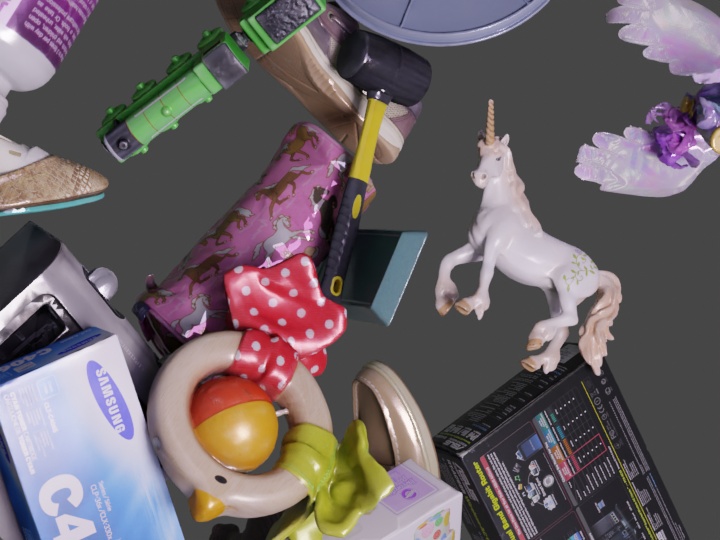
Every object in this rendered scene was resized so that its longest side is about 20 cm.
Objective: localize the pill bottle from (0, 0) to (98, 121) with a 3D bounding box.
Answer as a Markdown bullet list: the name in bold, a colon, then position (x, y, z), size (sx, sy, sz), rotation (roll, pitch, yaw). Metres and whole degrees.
- **pill bottle**: position (-0.234, -0.192, 1.473), size (0.112, 0.112, 0.201), rotation (34, 80, -27)

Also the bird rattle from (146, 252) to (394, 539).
- **bird rattle**: position (-0.065, 0.090, 1.468), size (0.162, 0.113, 0.201), rotation (-10, 77, -36)

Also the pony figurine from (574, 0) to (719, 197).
- **pony figurine**: position (0.283, -0.122, 1.727), size (0.192, 0.200, 0.168), rotation (14, 97, -12)

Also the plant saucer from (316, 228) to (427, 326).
- **plant saucer**: position (0.000, 0.000, 1.573), size (0.019, 0.200, 0.070), rotation (24, 85, -14)

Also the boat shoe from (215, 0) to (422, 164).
- **boat shoe**: position (-0.030, -0.165, 1.610), size (0.200, 0.072, 0.065), rotation (47, 62, -20)

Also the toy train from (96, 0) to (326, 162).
- **toy train**: position (-0.104, -0.141, 1.537), size (0.200, 0.056, 0.042), rotation (-37, 108, 12)

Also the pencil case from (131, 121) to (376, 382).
- **pencil case**: position (-0.076, -0.015, 1.593), size (0.087, 0.083, 0.200), rotation (45, 76, -8)

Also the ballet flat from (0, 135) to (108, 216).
- **ballet flat**: position (-0.268, -0.059, 1.498), size (0.199, 0.070, 0.066), rotation (-16, 100, -27)

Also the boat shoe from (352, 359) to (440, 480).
- **boat shoe**: position (0.019, 0.168, 1.675), size (0.065, 0.072, 0.201), rotation (-20, 110, -25)

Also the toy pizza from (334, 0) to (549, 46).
- **toy pizza**: position (0.061, -0.248, 1.610), size (0.199, 0.032, 0.201), rotation (-1, 67, 3)

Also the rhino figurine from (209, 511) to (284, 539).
- **rhino figurine**: position (-0.076, 0.215, 1.611), size (0.060, 0.087, 0.200), rotation (45, 76, -24)

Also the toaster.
- **toaster**: position (-0.228, 0.093, 1.509), size (0.200, 0.119, 0.181), rotation (-43, 112, -16)

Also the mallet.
- **mallet**: position (-0.008, -0.074, 1.554), size (0.066, 0.041, 0.201), rotation (30, 71, -30)

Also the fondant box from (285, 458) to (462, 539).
- **fondant box**: position (0.001, 0.255, 1.602), size (0.144, 0.058, 0.201), rotation (-27, 134, -34)

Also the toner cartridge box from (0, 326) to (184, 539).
- **toner cartridge box**: position (-0.178, 0.148, 1.450), size (0.095, 0.043, 0.201), rotation (-24, 107, -24)

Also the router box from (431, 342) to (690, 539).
- **router box**: position (0.159, 0.181, 1.752), size (0.150, 0.062, 0.201), rotation (-34, 111, -21)

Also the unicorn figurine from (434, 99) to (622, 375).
- **unicorn figurine**: position (0.121, -0.014, 1.703), size (0.200, 0.074, 0.138), rotation (38, 69, -23)
